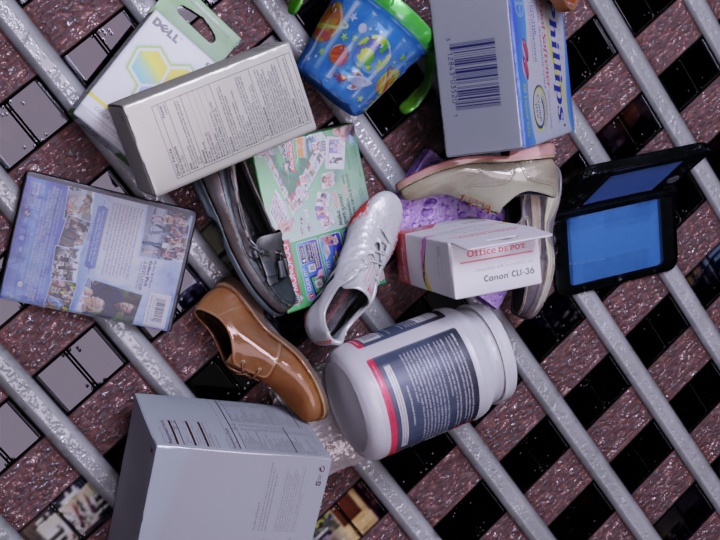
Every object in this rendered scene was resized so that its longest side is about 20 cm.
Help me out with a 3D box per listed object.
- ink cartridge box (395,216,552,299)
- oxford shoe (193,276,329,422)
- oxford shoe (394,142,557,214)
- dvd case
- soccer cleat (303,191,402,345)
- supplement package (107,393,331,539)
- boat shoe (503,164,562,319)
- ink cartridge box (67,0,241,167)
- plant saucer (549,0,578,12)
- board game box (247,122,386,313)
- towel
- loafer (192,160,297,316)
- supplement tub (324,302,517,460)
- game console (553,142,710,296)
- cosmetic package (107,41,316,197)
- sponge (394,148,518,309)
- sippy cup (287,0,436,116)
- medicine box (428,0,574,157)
[{"bbox_3d":[0.131,-0.015,1.325,0.115,0.200,0.068,-11,100,-19],"label":"ink cartridge box"},{"bbox_3d":[-0.117,0.105,1.312,0.200,0.071,0.071,47,48,3],"label":"oxford shoe"},{"bbox_3d":[0.142,-0.102,1.366,0.198,0.071,0.075,-11,91,2],"label":"oxford shoe"},{"bbox_3d":[-0.293,-0.020,1.282,0.198,0.018,0.144,13,91,-22],"label":"dvd case"},{"bbox_3d":[0.000,0.000,1.336,0.068,0.085,0.201,33,84,-22],"label":"soccer cleat"},{"bbox_3d":[-0.163,0.259,1.283,0.198,0.147,0.193,9,104,-23],"label":"supplement package"},{"bbox_3d":[0.201,-0.041,1.428,0.073,0.074,0.202,8,84,-14],"label":"boat shoe"},{"bbox_3d":[-0.221,-0.217,1.266,0.104,0.059,0.201,40,81,-21],"label":"ink cartridge box"},{"bbox_3d":[0.219,-0.397,1.302,0.032,0.200,0.203,-4,100,20],"label":"plant saucer"},{"bbox_3d":[-0.052,-0.064,1.369,0.133,0.029,0.202,-16,102,-19],"label":"board game box"},{"bbox_3d":[-0.008,0.165,1.411,0.199,0.034,0.134,-27,106,-17],"label":"towel"},{"bbox_3d":[-0.122,-0.044,1.301,0.063,0.072,0.201,-27,97,22],"label":"loafer"},{"bbox_3d":[0.070,0.127,1.346,0.198,0.140,0.142,-18,103,-20],"label":"supplement tub"},{"bbox_3d":[0.357,-0.067,1.492,0.198,0.176,0.117,-13,72,-21],"label":"game console"},{"bbox_3d":[-0.159,-0.165,1.228,0.199,0.071,0.106,-24,109,-21],"label":"cosmetic package"},{"bbox_3d":[0.127,-0.051,1.443,0.199,0.030,0.112,36,82,-21],"label":"sponge"},{"bbox_3d":[-0.002,-0.256,1.321,0.177,0.140,0.131,38,93,7],"label":"sippy cup"},{"bbox_3d":[0.171,-0.240,1.348,0.200,0.102,0.184,-25,110,-60],"label":"medicine box"}]
